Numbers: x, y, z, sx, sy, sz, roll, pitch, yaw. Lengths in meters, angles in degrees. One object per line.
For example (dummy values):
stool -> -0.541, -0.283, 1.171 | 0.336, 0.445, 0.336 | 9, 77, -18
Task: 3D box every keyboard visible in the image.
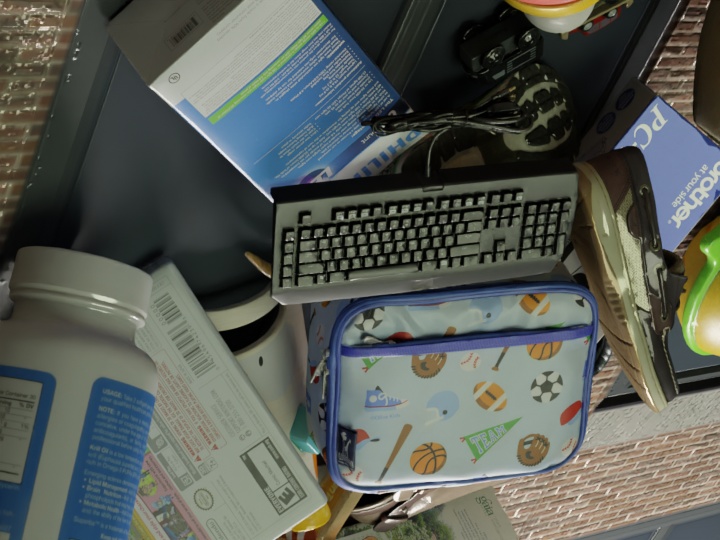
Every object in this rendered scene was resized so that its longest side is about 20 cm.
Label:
keyboard -> 0.041, -0.045, 1.065 | 0.199, 0.021, 0.128 | -8, 116, -20

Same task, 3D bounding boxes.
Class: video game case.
video game case -> -0.146, 0.122, 1.132 | 0.182, 0.022, 0.200 | -34, 110, -7

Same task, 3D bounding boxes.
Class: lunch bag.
lunch bag -> 0.057, 0.064, 1.177 | 0.199, 0.076, 0.161 | -4, 118, -17

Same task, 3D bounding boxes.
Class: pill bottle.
pill bottle -> -0.178, 0.093, 1.016 | 0.112, 0.112, 0.201 | 28, 70, -54

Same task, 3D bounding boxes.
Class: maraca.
maraca -> 0.317, -0.004, 1.439 | 0.137, 0.107, 0.200 | -35, 147, -20

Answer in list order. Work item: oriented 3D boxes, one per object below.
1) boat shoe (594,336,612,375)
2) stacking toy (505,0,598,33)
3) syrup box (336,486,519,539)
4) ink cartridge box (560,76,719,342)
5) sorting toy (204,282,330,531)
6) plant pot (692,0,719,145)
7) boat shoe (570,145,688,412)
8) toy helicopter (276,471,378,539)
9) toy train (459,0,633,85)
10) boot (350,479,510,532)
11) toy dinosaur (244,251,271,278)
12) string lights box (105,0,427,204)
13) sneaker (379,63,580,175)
boat shoe -> 0.155, -0.006, 1.301 | 0.071, 0.091, 0.201 | -29, 145, -14
stacking toy -> 0.111, -0.193, 1.024 | 0.146, 0.146, 0.200 | -35, 157, -5
syrup box -> 0.036, 0.251, 1.481 | 0.199, 0.079, 0.082 | -12, 154, -35
ink cartridge box -> 0.166, -0.026, 1.236 | 0.094, 0.044, 0.200 | 35, 100, -26
sorting toy -> -0.097, 0.093, 1.200 | 0.199, 0.107, 0.181 | -15, 120, -31
plant pot -> 0.303, -0.125, 1.195 | 0.135, 0.200, 0.200 | -50, 145, 8
boat shoe -> 0.190, 0.007, 1.193 | 0.065, 0.072, 0.201 | -25, 116, -5
toy helicopter -> -0.031, 0.201, 1.329 | 0.079, 0.132, 0.200 | 7, 125, -46
toy train -> 0.151, -0.176, 1.154 | 0.199, 0.034, 0.046 | -29, 148, -13
boot -> 0.075, 0.143, 1.400 | 0.200, 0.070, 0.146 | -39, 160, 18
toy dinosaur -> 0.000, 0.000, 1.212 | 0.199, 0.060, 0.107 | -21, 116, -28
string lights box -> -0.048, -0.109, 1.022 | 0.103, 0.059, 0.200 | -41, 146, 3
sneaker -> 0.069, -0.083, 1.170 | 0.200, 0.088, 0.077 | -28, 105, -42
